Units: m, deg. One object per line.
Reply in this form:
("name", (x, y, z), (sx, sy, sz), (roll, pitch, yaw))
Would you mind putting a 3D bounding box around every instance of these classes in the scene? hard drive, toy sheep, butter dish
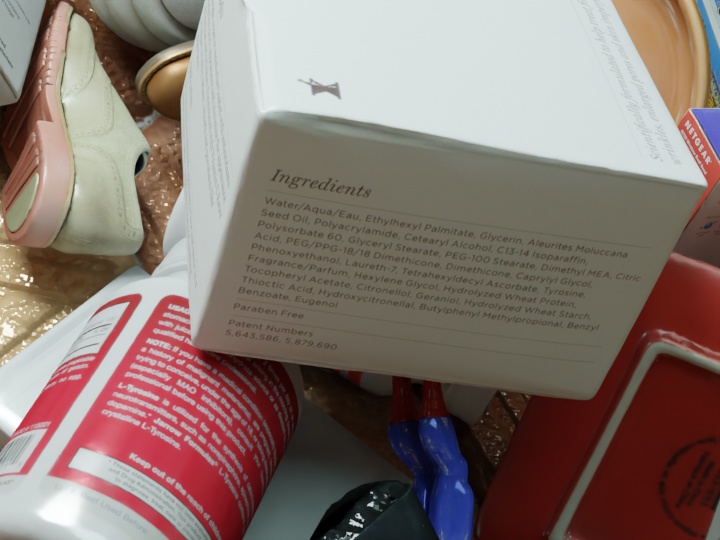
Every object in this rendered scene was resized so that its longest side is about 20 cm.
("hard drive", (-0.086, 0.094, 0.732), (0.200, 0.027, 0.132), (36, 47, 13))
("toy sheep", (-0.112, -0.196, 0.866), (0.137, 0.139, 0.200), (-4, 25, -24))
("butter dish", (0.188, 0.085, 0.762), (0.199, 0.201, 0.148), (23, 22, 3))

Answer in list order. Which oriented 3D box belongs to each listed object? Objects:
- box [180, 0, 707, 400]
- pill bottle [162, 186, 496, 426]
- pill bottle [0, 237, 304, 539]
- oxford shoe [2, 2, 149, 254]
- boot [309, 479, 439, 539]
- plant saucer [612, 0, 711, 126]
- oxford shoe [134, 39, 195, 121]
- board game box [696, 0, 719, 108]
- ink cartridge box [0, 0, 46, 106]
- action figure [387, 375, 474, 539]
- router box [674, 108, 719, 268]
("box", (0.024, -0.062, 0.668), (0.199, 0.131, 0.199), (9, 38, -16))
("pill bottle", (0.000, 0.000, 0.790), (0.199, 0.112, 0.111), (31, 46, 8))
("pill bottle", (-0.093, 0.077, 0.649), (0.112, 0.112, 0.200), (25, 46, 2))
("oxford shoe", (-0.164, -0.079, 0.826), (0.074, 0.071, 0.201), (19, 41, -27))
("boot", (0.055, 0.162, 0.613), (0.200, 0.076, 0.169), (-29, 90, -4))
("plant saucer", (0.124, -0.118, 0.876), (0.200, 0.200, 0.037), (46, 28, 21))
("oxford shoe", (-0.042, -0.093, 0.868), (0.199, 0.071, 0.072), (7, 52, -34))
("board game box", (0.349, -0.140, 1.088), (0.195, 0.056, 0.201), (8, 48, -14))
("ink cartridge box", (-0.262, -0.177, 0.826), (0.145, 0.084, 0.201), (-13, 46, 14))
("action figure", (0.064, 0.134, 0.697), (0.099, 0.065, 0.201), (5, 79, -21))
("router box", (0.247, -0.019, 0.854), (0.199, 0.180, 0.049), (-4, 53, -23))
